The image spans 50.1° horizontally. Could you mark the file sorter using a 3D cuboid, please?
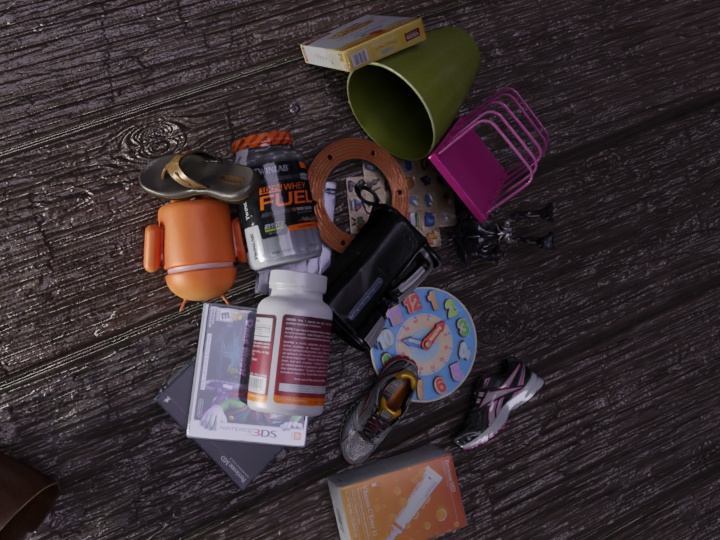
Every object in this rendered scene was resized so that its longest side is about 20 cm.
[{"bbox_3d":[0.226,-0.204,1.288,0.139,0.125,0.200,49,34,-9],"label":"file sorter"}]

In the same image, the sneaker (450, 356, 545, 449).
[{"bbox_3d":[0.224,0.230,1.353,0.200,0.080,0.086,-39,85,-21],"label":"sneaker"}]

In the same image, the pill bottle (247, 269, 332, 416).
[{"bbox_3d":[-0.099,0.104,1.120,0.112,0.113,0.202,7,84,-14],"label":"pill bottle"}]

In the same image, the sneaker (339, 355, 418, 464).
[{"bbox_3d":[0.028,0.234,1.279,0.077,0.082,0.201,29,96,-7],"label":"sneaker"}]

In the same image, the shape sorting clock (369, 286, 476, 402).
[{"bbox_3d":[0.111,0.129,1.339,0.198,0.039,0.202,1,86,-14],"label":"shape sorting clock"}]

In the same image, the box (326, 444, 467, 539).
[{"bbox_3d":[0.059,0.383,1.280,0.198,0.097,0.126,-14,90,-15],"label":"box"}]

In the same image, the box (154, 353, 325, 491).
[{"bbox_3d":[-0.193,0.206,1.222,0.182,0.104,0.200,-43,97,-15],"label":"box"}]

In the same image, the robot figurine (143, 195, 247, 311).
[{"bbox_3d":[-0.258,-0.040,1.215,0.116,0.143,0.202,-8,88,30],"label":"robot figurine"}]

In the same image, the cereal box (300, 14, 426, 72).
[{"bbox_3d":[-0.001,-0.375,1.260,0.143,0.200,0.040,-28,118,-15],"label":"cereal box"}]

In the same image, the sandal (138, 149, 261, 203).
[{"bbox_3d":[-0.244,-0.144,1.145,0.198,0.055,0.082,12,65,22],"label":"sandal"}]

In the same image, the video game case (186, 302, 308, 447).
[{"bbox_3d":[-0.160,0.159,1.168,0.180,0.023,0.202,8,83,-15],"label":"video game case"}]

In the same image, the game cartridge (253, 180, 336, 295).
[{"bbox_3d":[-0.110,-0.056,1.296,0.128,0.038,0.202,5,85,-10],"label":"game cartridge"}]

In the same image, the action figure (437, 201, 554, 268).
[{"bbox_3d":[0.239,-0.068,1.356,0.198,0.102,0.120,-3,96,12],"label":"action figure"}]

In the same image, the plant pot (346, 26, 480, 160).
[{"bbox_3d":[0.110,-0.322,1.305,0.187,0.187,0.200,48,65,-7],"label":"plant pot"}]

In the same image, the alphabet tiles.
[{"bbox_3d":[0.073,-0.121,1.361,0.198,0.006,0.168,-5,88,-15],"label":"alphabet tiles"}]

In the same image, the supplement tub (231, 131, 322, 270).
[{"bbox_3d":[-0.136,-0.109,1.214,0.121,0.122,0.202,-13,90,-15],"label":"supplement tub"}]

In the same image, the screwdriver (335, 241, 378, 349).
[{"bbox_3d":[-0.005,0.040,1.316,0.028,0.029,0.202,-18,90,-17],"label":"screwdriver"}]

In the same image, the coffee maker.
[{"bbox_3d":[0.000,0.000,1.246,0.192,0.135,0.200,41,74,3],"label":"coffee maker"}]

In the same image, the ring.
[{"bbox_3d":[-0.006,-0.124,1.310,0.199,0.019,0.203,1,88,-26],"label":"ring"}]

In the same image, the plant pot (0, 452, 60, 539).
[{"bbox_3d":[-0.569,0.319,1.093,0.199,0.187,0.187,37,79,4],"label":"plant pot"}]
